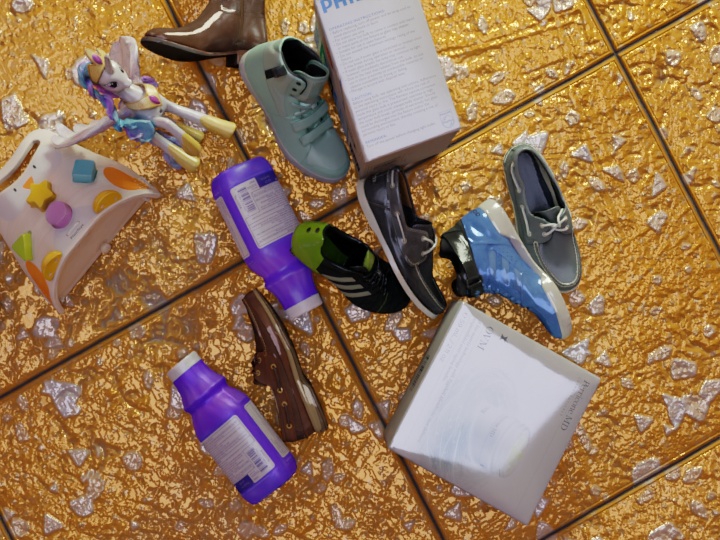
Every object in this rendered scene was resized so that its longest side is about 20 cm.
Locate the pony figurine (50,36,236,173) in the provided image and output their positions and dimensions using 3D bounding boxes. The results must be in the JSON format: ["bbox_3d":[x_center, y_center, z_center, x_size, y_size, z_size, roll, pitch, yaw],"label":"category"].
[{"bbox_3d":[-0.275,-0.201,1.385,0.199,0.192,0.169,32,75,-27],"label":"pony figurine"}]

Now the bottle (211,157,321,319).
[{"bbox_3d":[-0.113,-0.038,1.422,0.083,0.065,0.202,-27,90,-33],"label":"bottle"}]

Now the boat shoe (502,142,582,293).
[{"bbox_3d":[0.234,-0.067,1.444,0.072,0.062,0.203,-20,89,-2],"label":"boat shoe"}]

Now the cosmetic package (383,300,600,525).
[{"bbox_3d":[0.161,0.173,1.409,0.198,0.123,0.202,28,89,-2],"label":"cosmetic package"}]

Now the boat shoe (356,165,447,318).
[{"bbox_3d":[0.065,-0.033,1.420,0.067,0.072,0.202,-23,102,17],"label":"boat shoe"}]

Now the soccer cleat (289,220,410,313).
[{"bbox_3d":[0.000,0.000,1.394,0.199,0.080,0.069,31,69,-34],"label":"soccer cleat"}]

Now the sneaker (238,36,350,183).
[{"bbox_3d":[-0.063,-0.196,1.395,0.074,0.118,0.201,-46,109,-26],"label":"sneaker"}]

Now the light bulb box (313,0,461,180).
[{"bbox_3d":[0.027,-0.234,1.376,0.123,0.198,0.203,-18,88,-3],"label":"light bulb box"}]

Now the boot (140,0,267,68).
[{"bbox_3d":[-0.190,-0.363,1.412,0.184,0.064,0.204,1,92,-42],"label":"boot"}]

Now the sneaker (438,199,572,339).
[{"bbox_3d":[0.176,0.021,1.432,0.110,0.077,0.202,-32,86,-8],"label":"sneaker"}]

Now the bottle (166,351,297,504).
[{"bbox_3d":[-0.167,0.195,1.425,0.083,0.065,0.201,-39,89,25],"label":"bottle"}]

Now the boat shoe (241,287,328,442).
[{"bbox_3d":[-0.108,0.123,1.429,0.067,0.072,0.203,-24,92,-4],"label":"boat shoe"}]

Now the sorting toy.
[{"bbox_3d":[-0.391,-0.085,1.428,0.179,0.107,0.201,39,88,19],"label":"sorting toy"}]
